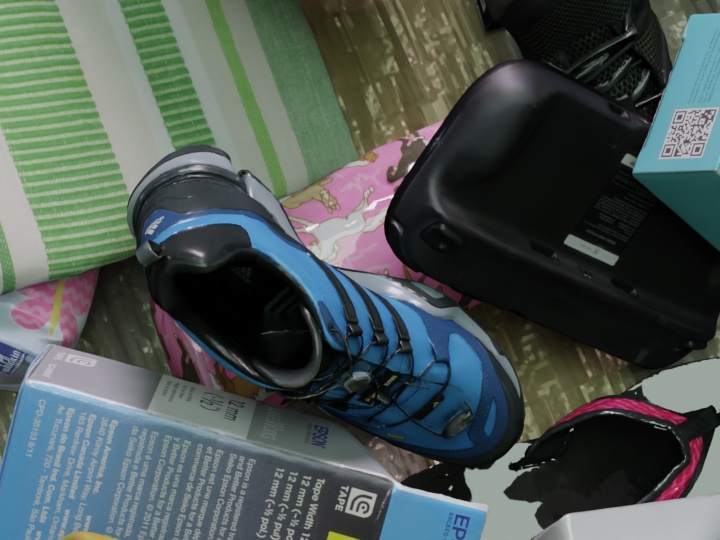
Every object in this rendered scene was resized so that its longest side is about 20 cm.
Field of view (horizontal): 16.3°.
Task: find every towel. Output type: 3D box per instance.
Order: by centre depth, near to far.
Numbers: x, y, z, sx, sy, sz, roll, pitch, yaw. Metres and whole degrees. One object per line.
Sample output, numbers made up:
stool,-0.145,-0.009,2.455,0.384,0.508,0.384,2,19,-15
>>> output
towel,-0.105,-0.086,1.108,0.199,0.023,0.154,-23,93,-35

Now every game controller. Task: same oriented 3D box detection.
game controller,0.102,-0.021,1.103,0.042,0.199,0.105,39,103,48

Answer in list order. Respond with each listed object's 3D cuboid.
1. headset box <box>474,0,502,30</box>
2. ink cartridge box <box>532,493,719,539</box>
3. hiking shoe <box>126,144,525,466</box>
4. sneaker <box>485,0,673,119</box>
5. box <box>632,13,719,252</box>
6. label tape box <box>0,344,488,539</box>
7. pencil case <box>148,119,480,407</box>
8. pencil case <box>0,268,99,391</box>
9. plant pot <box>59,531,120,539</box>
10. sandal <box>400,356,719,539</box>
headset box,0.149,-0.206,1.165,0.198,0.174,0.093,-14,73,-11
ink cartridge box,0.186,0.183,1.092,0.198,0.044,0.175,-5,72,-22
hiking shoe,-0.015,0.034,1.038,0.199,0.087,0.074,32,115,-18
sneaker,0.111,-0.088,1.113,0.076,0.199,0.115,-28,77,2
box,0.208,-0.028,1.119,0.200,0.049,0.083,37,67,-36
label tape box,-0.060,0.130,1.066,0.198,0.066,0.144,15,103,-3
pencil case,0.000,0.000,1.134,0.199,0.083,0.087,-26,62,-13
pencil case,-0.153,-0.046,1.132,0.090,0.083,0.201,22,69,-21
plant pot,-0.049,0.221,0.964,0.188,0.201,0.202,17,71,-16
sandal,0.107,0.093,1.133,0.199,0.045,0.076,-19,75,-11
